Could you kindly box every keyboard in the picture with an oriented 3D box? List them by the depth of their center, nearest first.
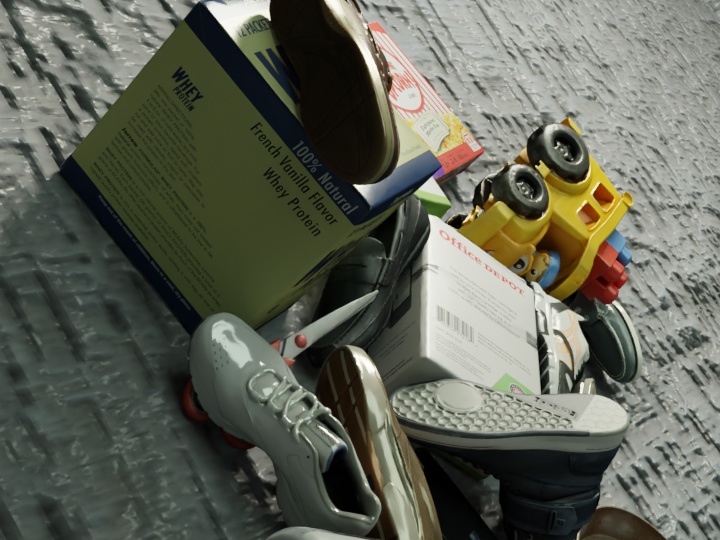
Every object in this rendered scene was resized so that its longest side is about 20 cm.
[{"bbox_3d":[0.087,0.243,1.026,0.200,0.021,0.127,51,25,7],"label":"keyboard"}]

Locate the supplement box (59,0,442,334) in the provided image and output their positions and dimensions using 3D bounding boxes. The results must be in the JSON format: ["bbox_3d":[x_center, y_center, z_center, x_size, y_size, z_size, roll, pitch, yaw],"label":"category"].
[{"bbox_3d":[-0.087,-0.081,0.992,0.200,0.200,0.134,50,32,4],"label":"supplement box"}]

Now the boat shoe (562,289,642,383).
[{"bbox_3d":[0.241,0.044,1.405,0.062,0.073,0.201,-13,64,-31],"label":"boat shoe"}]

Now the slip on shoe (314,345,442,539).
[{"bbox_3d":[0.018,0.154,0.982,0.060,0.076,0.201,8,51,-40],"label":"slip on shoe"}]

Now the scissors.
[{"bbox_3d":[-0.059,0.056,0.981,0.073,0.014,0.200,46,57,-8],"label":"scissors"}]

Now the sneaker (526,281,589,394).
[{"bbox_3d":[0.190,0.091,1.216,0.080,0.074,0.200,26,38,-15],"label":"sneaker"}]

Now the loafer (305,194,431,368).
[{"bbox_3d":[0.000,0.000,1.097,0.071,0.068,0.201,61,44,-34],"label":"loafer"}]

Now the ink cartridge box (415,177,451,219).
[{"bbox_3d":[-0.021,-0.117,1.238,0.147,0.076,0.200,12,37,-44],"label":"ink cartridge box"}]

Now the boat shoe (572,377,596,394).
[{"bbox_3d":[0.189,0.175,1.205,0.200,0.057,0.067,-65,145,-53],"label":"boat shoe"}]

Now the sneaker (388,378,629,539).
[{"bbox_3d":[0.110,0.170,1.056,0.201,0.147,0.077,7,33,-7],"label":"sneaker"}]

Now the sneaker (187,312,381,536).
[{"bbox_3d":[-0.048,0.110,0.909,0.074,0.087,0.200,-38,91,-31],"label":"sneaker"}]

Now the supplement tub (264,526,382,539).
[{"bbox_3d":[0.021,0.243,0.838,0.199,0.123,0.123,18,42,-37],"label":"supplement tub"}]

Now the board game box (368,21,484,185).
[{"bbox_3d":[0.034,-0.180,1.400,0.200,0.046,0.151,50,31,4],"label":"board game box"}]

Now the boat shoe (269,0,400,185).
[{"bbox_3d":[-0.004,-0.139,0.901,0.072,0.072,0.200,13,41,-40],"label":"boat shoe"}]

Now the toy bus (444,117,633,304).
[{"bbox_3d":[0.201,-0.032,1.331,0.192,0.136,0.200,47,48,-2],"label":"toy bus"}]

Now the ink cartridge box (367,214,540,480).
[{"bbox_3d":[0.086,0.067,1.156,0.145,0.084,0.200,35,34,-22],"label":"ink cartridge box"}]

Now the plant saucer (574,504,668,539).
[{"bbox_3d":[0.257,0.311,1.147,0.200,0.034,0.201,33,34,-26],"label":"plant saucer"}]
